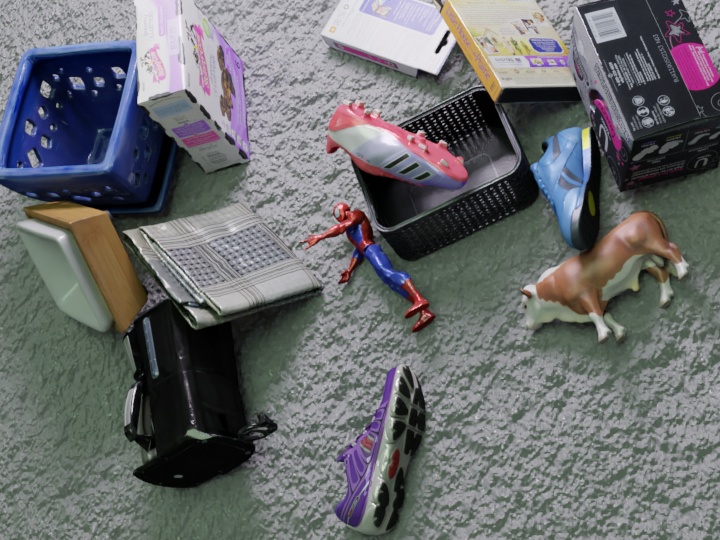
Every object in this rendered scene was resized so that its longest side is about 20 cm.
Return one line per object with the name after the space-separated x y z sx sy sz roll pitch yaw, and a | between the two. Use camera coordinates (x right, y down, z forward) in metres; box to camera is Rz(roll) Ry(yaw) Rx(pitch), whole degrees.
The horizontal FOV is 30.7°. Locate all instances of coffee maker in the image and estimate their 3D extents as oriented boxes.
-0.197 0.142 1.614 0.190 0.135 0.202 -18 61 9 | coffee maker

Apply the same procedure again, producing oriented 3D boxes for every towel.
-0.175 -0.014 1.656 0.199 0.035 0.193 -17 50 -37 | towel

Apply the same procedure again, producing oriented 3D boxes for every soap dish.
-0.361 -0.012 1.702 0.081 0.158 0.199 -32 23 -23 | soap dish

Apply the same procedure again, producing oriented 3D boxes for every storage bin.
0.104 -0.119 1.621 0.199 0.094 0.136 -26 61 11 | storage bin

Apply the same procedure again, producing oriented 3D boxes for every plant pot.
-0.358 -0.180 1.790 0.198 0.180 0.202 0 69 23 | plant pot

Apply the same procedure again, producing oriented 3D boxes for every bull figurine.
0.280 0.016 1.507 0.200 0.065 0.122 -40 62 4 | bull figurine

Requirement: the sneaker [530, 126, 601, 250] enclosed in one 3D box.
0.240 -0.092 1.544 0.078 0.066 0.201 -9 41 19 | sneaker

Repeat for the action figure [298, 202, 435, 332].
0.000 0.000 1.627 0.098 0.065 0.201 -31 59 -3 | action figure

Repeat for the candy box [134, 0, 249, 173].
-0.224 -0.253 1.754 0.071 0.200 0.169 -14 64 16 | candy box

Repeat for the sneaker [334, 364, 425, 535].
0.016 0.203 1.528 0.083 0.081 0.202 8 72 31 | sneaker

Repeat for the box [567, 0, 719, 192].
0.335 -0.214 1.539 0.131 0.115 0.201 -14 61 -4 | box

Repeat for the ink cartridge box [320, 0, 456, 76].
0.049 -0.323 1.767 0.199 0.037 0.095 24 78 32 | ink cartridge box

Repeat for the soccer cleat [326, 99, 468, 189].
0.042 -0.136 1.574 0.199 0.066 0.077 32 113 25 | soccer cleat

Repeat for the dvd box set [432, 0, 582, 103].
0.186 -0.291 1.646 0.201 0.145 0.029 63 142 29 | dvd box set
